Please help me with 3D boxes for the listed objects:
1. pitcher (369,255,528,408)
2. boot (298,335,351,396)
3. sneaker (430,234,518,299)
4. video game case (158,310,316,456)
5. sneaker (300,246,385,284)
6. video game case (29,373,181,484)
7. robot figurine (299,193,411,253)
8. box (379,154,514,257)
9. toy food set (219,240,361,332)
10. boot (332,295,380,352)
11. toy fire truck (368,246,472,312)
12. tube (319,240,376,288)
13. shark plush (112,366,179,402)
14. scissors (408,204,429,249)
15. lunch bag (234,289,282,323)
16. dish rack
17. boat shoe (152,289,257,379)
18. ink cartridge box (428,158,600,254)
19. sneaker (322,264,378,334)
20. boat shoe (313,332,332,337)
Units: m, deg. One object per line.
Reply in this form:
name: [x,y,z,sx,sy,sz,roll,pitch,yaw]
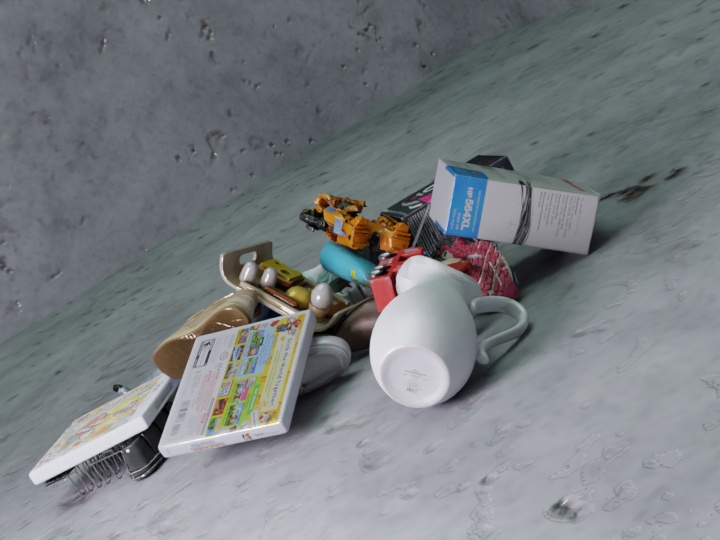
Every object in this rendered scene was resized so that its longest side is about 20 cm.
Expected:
pitcher: [0.103,0.073,1.447,0.169,0.123,0.201,10,30,9]
boot: [-0.101,0.162,1.652,0.198,0.074,0.096,-26,29,12]
sneaker: [0.165,-0.001,1.687,0.081,0.074,0.200,-65,24,8]
video game case: [-0.155,0.144,1.620,0.180,0.023,0.201,-14,37,23]
sneaker: [-0.029,0.014,2.057,0.199,0.078,0.139,-38,-16,32]
video game case: [-0.361,0.220,1.808,0.198,0.023,0.182,-28,12,16]
robot figurine: [-0.008,-0.071,1.915,0.143,0.059,0.200,8,13,-28]
box: [0.149,-0.090,1.972,0.198,0.107,0.122,-31,13,-12]
toy food set: [-0.086,0.015,1.801,0.143,0.198,0.061,-21,-45,-63]
boot: [0.048,0.082,1.636,0.185,0.065,0.200,-28,16,5]
toy fire truck: [0.085,0.008,1.645,0.139,0.049,0.200,-12,13,13]
tube: [0.000,0.000,1.837,0.077,0.051,0.200,15,6,-26]
shark plush: [-0.349,0.204,1.944,0.198,0.084,0.091,-19,16,36]
scissors: [0.069,-0.014,1.795,0.201,0.014,0.074,110,-175,-58]
lunch bag: [-0.182,0.101,1.872,0.201,0.075,0.160,-57,16,-10]
dish rack: [-0.353,0.262,1.805,0.198,0.055,0.154,-24,12,26]
boat shoe: [-0.215,0.091,1.782,0.199,0.071,0.065,-30,21,34]
ink cartridge box: [0.202,-0.086,1.681,0.197,0.086,0.146,9,11,-7]
sneaker: [-0.043,0.056,1.920,0.199,0.067,0.090,-30,10,-25]
boat shoe: [-0.115,0.140,1.742,0.198,0.066,0.072,-19,10,23]
